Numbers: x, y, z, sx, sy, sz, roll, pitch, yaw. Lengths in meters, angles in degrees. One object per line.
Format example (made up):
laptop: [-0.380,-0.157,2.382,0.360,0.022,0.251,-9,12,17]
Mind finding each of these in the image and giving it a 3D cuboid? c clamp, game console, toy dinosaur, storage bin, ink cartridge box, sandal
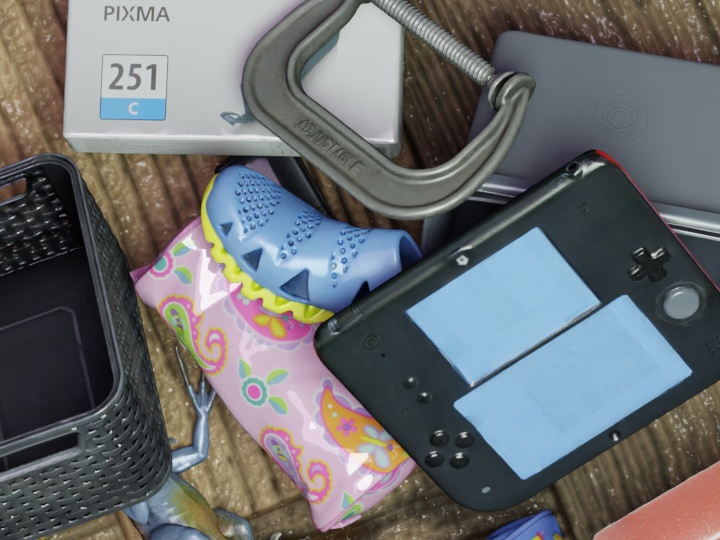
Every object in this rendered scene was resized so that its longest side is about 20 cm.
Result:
c clamp: [0.024,-0.122,1.679,0.171,0.027,0.200,-37,59,-12]
game console: [0.099,0.040,1.639,0.200,0.031,0.177,-33,128,13]
toy dinosaur: [-0.127,0.143,1.741,0.181,0.105,0.200,21,100,21]
storage bin: [0.145,-0.050,1.720,0.200,0.146,0.134,11,62,3]
ink cartridge box: [-0.074,-0.157,1.751,0.200,0.045,0.176,1,79,2]
storage bin: [-0.198,0.047,1.689,0.135,0.094,0.200,-20,50,4]
sandal: [0.000,0.000,1.676,0.200,0.080,0.087,34,131,-13]

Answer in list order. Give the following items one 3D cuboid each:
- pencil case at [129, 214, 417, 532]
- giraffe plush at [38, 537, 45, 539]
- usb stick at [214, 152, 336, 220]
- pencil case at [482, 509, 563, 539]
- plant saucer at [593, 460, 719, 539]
pencil case: [-0.049,0.056,1.717,0.087,0.087,0.200,-39,83,1]
giraffe plush: [-0.252,0.200,1.725,0.162,0.173,0.200,-18,53,-9]
usb stick: [-0.021,0.013,1.765,0.055,0.033,0.200,-30,87,-3]
pencil case: [0.132,0.238,1.726,0.078,0.087,0.200,-34,86,-1]
plant saucer: [0.264,0.185,1.702,0.200,0.037,0.200,-30,116,1]
